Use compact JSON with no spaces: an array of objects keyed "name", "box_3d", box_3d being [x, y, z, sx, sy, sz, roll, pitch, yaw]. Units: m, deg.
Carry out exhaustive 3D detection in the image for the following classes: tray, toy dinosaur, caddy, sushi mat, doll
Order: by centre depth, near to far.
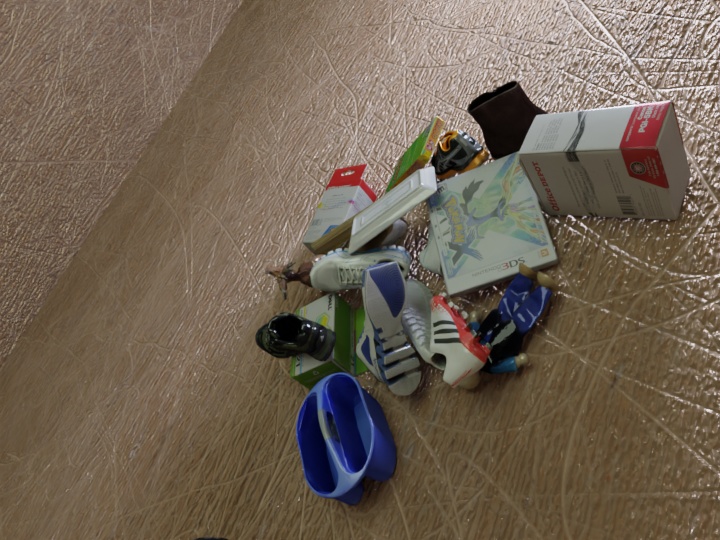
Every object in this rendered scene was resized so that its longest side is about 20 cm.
[{"name":"doll","box_3d":[0.206,0.089,0.813,0.203,0.048,0.136,-55,35,0]},{"name":"caddy","box_3d":[-0.031,0.260,0.858,0.140,0.105,0.202,-39,39,11]},{"name":"tray","box_3d":[0.051,-0.115,0.983,0.197,0.022,0.109,-35,25,23]},{"name":"toy dinosaur","box_3d":[-0.097,0.004,1.072,0.198,0.132,0.089,-33,57,46]},{"name":"sushi mat","box_3d":[-0.002,-0.070,1.108,0.196,0.095,0.012,-31,40,21]}]

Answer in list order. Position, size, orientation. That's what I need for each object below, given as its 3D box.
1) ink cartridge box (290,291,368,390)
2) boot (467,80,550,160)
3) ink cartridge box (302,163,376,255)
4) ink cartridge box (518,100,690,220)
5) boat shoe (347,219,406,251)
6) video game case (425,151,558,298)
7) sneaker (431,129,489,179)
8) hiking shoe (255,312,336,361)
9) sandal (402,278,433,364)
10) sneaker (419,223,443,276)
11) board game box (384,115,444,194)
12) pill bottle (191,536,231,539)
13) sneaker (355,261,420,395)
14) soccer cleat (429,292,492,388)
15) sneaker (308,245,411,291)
[{"name":"ink cartridge box","box_3d":[-0.029,0.113,1.001,0.196,0.075,0.152,-28,43,27]},{"name":"boot","box_3d":[0.292,-0.243,0.903,0.195,0.166,0.074,-13,49,36]},{"name":"ink cartridge box","box_3d":[-0.039,-0.131,1.217,0.113,0.067,0.205,0,60,43]},{"name":"ink cartridge box","box_3d":[0.350,-0.153,0.790,0.196,0.147,0.085,10,63,46]},{"name":"boat shoe","box_3d":[0.021,-0.034,1.085,0.199,0.067,0.073,-41,54,42]},{"name":"video game case","box_3d":[0.206,-0.077,0.898,0.177,0.022,0.207,-19,63,17]},{"name":"sneaker","box_3d":[0.177,-0.229,1.046,0.079,0.077,0.200,-47,14,-5]},{"name":"hiking shoe","box_3d":[-0.133,0.105,0.969,0.195,0.100,0.078,-5,55,42]},{"name":"sandal","box_3d":[0.094,0.088,0.918,0.205,0.079,0.051,-106,23,-52]},{"name":"sneaker","box_3d":[0.164,-0.088,0.983,0.079,0.070,0.205,12,69,51]},{"name":"board game box","box_3d":[0.106,-0.226,1.125,0.098,0.029,0.199,-67,13,-21]},{"name":"pill bottle","box_3d":[-0.242,0.535,0.838,0.110,0.112,0.205,-27,43,24]},{"name":"sneaker","box_3d":[0.027,0.096,0.883,0.114,0.078,0.208,-13,87,63]},{"name":"soccer cleat","box_3d":[0.130,0.099,0.815,0.086,0.068,0.201,-49,19,9]},{"name":"sneaker","box_3d":[0.000,0.000,0.984,0.192,0.078,0.087,-12,15,1]}]
